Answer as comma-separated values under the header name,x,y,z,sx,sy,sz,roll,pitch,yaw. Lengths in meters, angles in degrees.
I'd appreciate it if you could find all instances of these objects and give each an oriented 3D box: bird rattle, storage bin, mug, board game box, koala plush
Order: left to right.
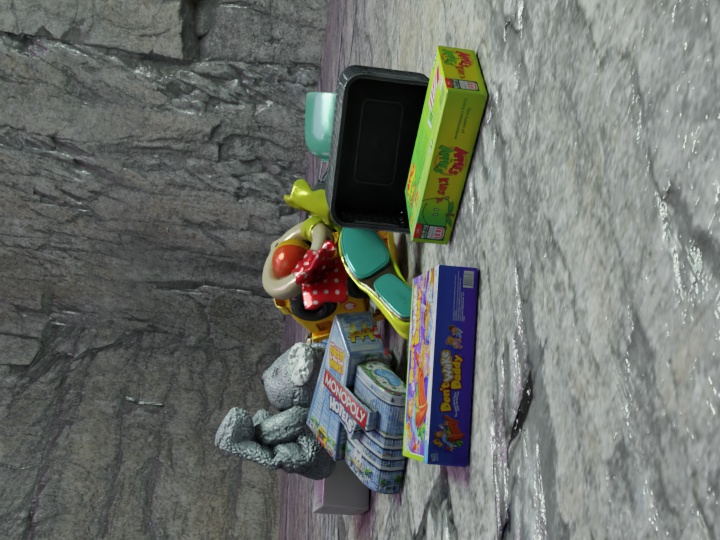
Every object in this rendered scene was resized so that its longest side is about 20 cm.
name,x,y,z,sx,sy,sz,roll,pitch,yaw
koala plush,-0.101,0.210,1.528,0.177,0.180,0.204,39,-112,-74
bird rattle,-0.076,-0.016,1.395,0.162,0.112,0.203,-31,45,33
mug,-0.009,-0.245,1.684,0.151,0.182,0.117,14,103,57
board game box,-0.001,0.172,1.347,0.200,0.061,0.204,40,128,55
storage bin,0.029,-0.163,1.298,0.094,0.132,0.204,-110,26,-72
board game box,0.085,0.104,1.052,0.134,0.044,0.205,139,136,-79
board game box,0.095,-0.143,1.123,0.103,0.047,0.203,-94,12,-51

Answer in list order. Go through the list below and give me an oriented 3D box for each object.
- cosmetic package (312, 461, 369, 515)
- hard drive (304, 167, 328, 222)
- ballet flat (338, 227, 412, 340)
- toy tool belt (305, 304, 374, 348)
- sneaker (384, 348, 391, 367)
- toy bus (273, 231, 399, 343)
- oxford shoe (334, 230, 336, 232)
name,x,y,z,sx,sy,sz,roll,pitch,yaw
cosmetic package,-0.029,0.303,1.627,0.108,0.083,0.204,122,154,-66
hard drive,-0.073,-0.071,1.763,0.140,0.037,0.204,-64,-14,-60
ballet flat,0.028,0.019,1.293,0.201,0.066,0.068,54,165,39
toy tool belt,-0.040,0.147,1.677,0.124,0.122,0.202,-81,2,-48
sneaker,0.006,0.167,1.503,0.201,0.066,0.111,171,100,-77
toy bus,-0.012,0.031,1.501,0.193,0.197,0.137,54,-157,-40
oxford shoe,-0.002,-0.109,1.689,0.076,0.057,0.201,-89,24,-46
